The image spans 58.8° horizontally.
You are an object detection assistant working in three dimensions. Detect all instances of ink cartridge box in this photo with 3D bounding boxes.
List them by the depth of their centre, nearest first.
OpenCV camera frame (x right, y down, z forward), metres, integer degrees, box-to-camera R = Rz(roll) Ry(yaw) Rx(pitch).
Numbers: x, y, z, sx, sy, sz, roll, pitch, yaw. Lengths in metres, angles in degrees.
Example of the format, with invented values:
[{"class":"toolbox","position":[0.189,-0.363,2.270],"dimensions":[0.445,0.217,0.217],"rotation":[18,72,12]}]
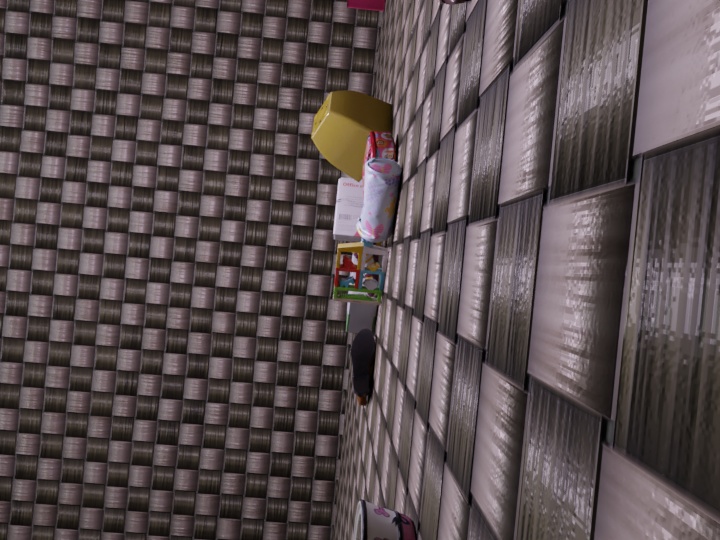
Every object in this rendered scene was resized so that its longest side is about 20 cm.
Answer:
[{"class":"ink cartridge box","position":[0.007,0.066,1.891],"dimensions":[0.200,0.084,0.147],"rotation":[-88,5,-51]},{"class":"ink cartridge box","position":[-0.012,-0.204,2.190],"dimensions":[0.083,0.146,0.201],"rotation":[100,175,-78]}]

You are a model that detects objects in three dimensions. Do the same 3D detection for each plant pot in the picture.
[{"class":"plant pot","position":[-0.038,-0.433,1.961],"dimensions":[0.194,0.199,0.196],"rotation":[-48,28,40]}]

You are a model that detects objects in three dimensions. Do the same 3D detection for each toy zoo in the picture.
[{"class":"toy zoo","position":[0.000,0.000,1.658],"dimensions":[0.021,0.130,0.201],"rotation":[-88,4,-56]}]

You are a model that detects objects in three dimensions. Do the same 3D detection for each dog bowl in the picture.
[{"class":"dog bowl","position":[0.027,0.410,0.839],"dimensions":[0.200,0.073,0.201],"rotation":[-175,90,-88]}]

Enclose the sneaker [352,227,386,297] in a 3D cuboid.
[{"class":"sneaker","position":[0.019,-0.027,1.745],"dimensions":[0.075,0.090,0.201],"rotation":[-95,11,-76]}]

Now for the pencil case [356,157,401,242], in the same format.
[{"class":"pencil case","position":[0.043,-0.166,1.515],"dimensions":[0.083,0.091,0.201],"rotation":[-31,-38,-40]}]

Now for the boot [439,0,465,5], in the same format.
[{"class":"boot","position":[0.121,-0.405,0.753],"dimensions":[0.200,0.072,0.167],"rotation":[-95,-1,-69]}]

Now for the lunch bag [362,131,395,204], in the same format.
[{"class":"lunch bag","position":[0.051,-0.252,1.695],"dimensions":[0.177,0.081,0.201],"rotation":[-95,9,-55]}]

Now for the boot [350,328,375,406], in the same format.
[{"class":"boot","position":[0.014,0.278,1.823],"dimensions":[0.200,0.068,0.189],"rotation":[81,-174,-71]}]

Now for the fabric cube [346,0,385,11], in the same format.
[{"class":"fabric cube","position":[0.036,-1.422,3.129],"dimensions":[0.200,0.195,0.200],"rotation":[113,162,-80]}]
